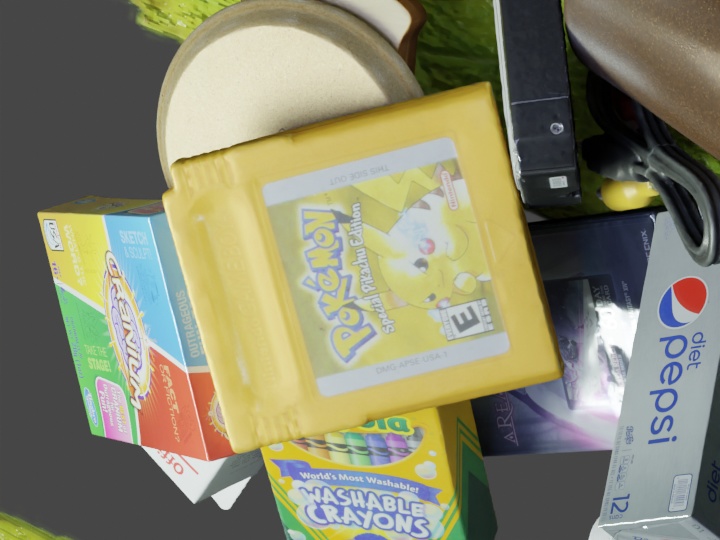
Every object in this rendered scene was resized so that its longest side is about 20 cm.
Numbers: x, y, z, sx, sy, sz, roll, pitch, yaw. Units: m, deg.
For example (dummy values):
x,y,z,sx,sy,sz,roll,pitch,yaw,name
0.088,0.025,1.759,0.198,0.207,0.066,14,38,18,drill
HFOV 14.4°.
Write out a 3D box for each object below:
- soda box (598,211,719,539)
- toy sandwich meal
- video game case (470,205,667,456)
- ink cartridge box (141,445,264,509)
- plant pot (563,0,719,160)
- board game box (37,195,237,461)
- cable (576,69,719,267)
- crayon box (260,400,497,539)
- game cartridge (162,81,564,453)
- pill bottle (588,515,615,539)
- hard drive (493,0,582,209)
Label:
x,y,z,sx,sy,sz,roll,pitch,yaw,name
0.190,0.063,1.559,0.063,0.200,0.068,-12,143,40,soda box
-0.031,-0.085,1.690,0.205,0.070,0.205,9,112,23,toy sandwich meal
0.114,0.041,1.720,0.200,0.019,0.143,-7,101,38,video game case
-0.101,0.068,1.861,0.116,0.068,0.200,46,128,17,ink cartridge box
0.225,-0.130,1.469,0.198,0.200,0.200,33,124,32,plant pot
-0.131,0.032,1.749,0.200,0.040,0.153,3,108,65,board game box
0.170,-0.065,1.559,0.200,0.050,0.097,-145,57,-64,cable
0.005,0.103,1.733,0.126,0.052,0.200,5,135,20,crayon box
0.000,0.000,1.627,0.200,0.032,0.176,-14,99,8,game cartridge
0.228,0.148,1.607,0.200,0.112,0.112,-23,91,40,pill bottle
0.093,-0.141,1.562,0.038,0.140,0.200,-5,84,5,hard drive
